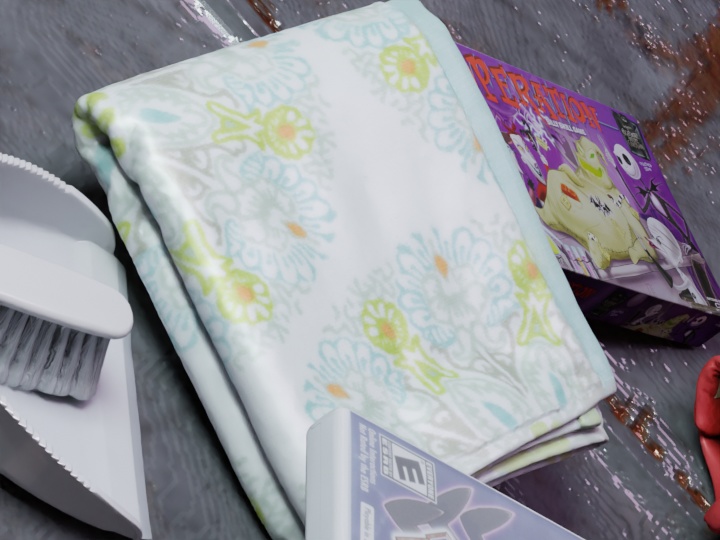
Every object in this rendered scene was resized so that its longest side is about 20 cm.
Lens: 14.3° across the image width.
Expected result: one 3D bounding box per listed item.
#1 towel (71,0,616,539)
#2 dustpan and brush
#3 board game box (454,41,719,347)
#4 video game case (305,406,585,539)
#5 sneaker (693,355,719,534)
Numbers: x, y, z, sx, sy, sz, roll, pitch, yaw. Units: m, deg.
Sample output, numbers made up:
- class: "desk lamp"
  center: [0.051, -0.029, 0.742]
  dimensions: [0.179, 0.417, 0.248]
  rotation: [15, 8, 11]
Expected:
- class: "towel"
  center: [0.000, 0.000, 1.106]
  dimensions: [0.171, 0.048, 0.200]
  rotation: [-20, 80, -42]
- class: "dustpan and brush"
  center: [-0.140, 0.000, 0.979]
  dimensions: [0.200, 0.057, 0.140]
  rotation: [23, 41, -34]
- class: "board game box"
  center: [0.091, -0.034, 1.279]
  dimensions: [0.200, 0.032, 0.120]
  rotation: [14, 42, -56]
- class: "video game case"
  center: [0.055, 0.162, 0.973]
  dimensions: [0.182, 0.023, 0.200]
  rotation: [30, 39, -30]
- class: "sneaker"
  center: [0.191, 0.055, 1.296]
  dimensions: [0.085, 0.077, 0.200]
  rotation: [34, 36, -18]
